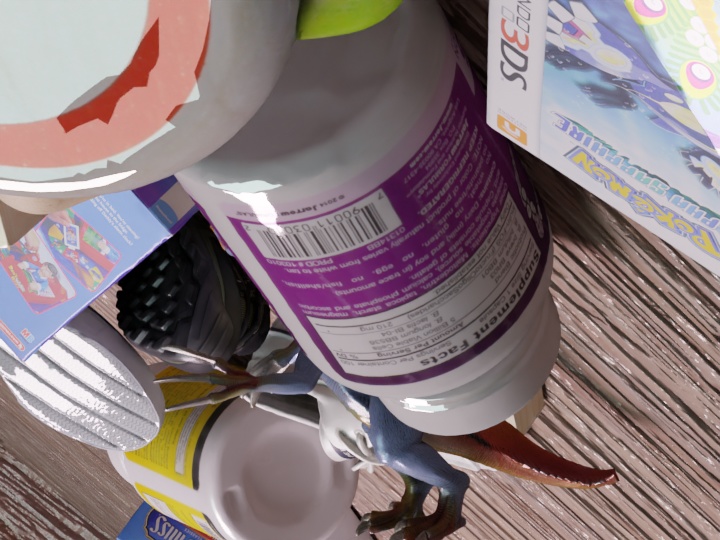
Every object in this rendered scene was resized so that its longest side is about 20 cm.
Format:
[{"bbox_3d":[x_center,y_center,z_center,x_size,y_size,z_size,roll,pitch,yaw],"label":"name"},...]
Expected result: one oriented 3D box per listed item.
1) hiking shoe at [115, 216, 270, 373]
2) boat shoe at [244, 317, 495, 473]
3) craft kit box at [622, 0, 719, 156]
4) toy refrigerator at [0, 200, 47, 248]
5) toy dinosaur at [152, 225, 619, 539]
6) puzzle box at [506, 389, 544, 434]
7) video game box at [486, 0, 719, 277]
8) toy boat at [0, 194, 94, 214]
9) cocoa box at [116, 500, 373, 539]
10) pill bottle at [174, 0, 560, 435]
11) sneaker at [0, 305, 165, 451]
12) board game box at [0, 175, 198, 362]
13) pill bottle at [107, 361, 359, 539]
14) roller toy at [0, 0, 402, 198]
[{"bbox_3d":[-0.084,0.012,1.226,0.100,0.076,0.200,27,-171,-24],"label":"hiking shoe"},{"bbox_3d":[0.007,0.081,1.225,0.200,0.065,0.074,20,157,50],"label":"boat shoe"},{"bbox_3d":[0.140,-0.058,0.442,0.199,0.049,0.198,0,135,55],"label":"craft kit box"},{"bbox_3d":[-0.236,-0.054,1.040,0.199,0.076,0.070,1,118,25],"label":"toy refrigerator"},{"bbox_3d":[-0.001,0.036,1.044,0.105,0.199,0.183,-152,48,-81],"label":"toy dinosaur"},{"bbox_3d":[0.000,0.000,1.078,0.199,0.025,0.133,33,165,21],"label":"puzzle box"},{"bbox_3d":[0.125,-0.042,0.619,0.199,0.047,0.182,34,166,15],"label":"video game box"},{"bbox_3d":[-0.114,-0.108,0.895,0.200,0.130,0.131,113,134,-74],"label":"toy boat"},{"bbox_3d":[-0.076,0.232,1.740,0.133,0.131,0.200,28,162,33],"label":"cocoa box"},{"bbox_3d":[0.008,-0.022,0.824,0.112,0.112,0.200,27,161,36],"label":"pill bottle"},{"bbox_3d":[-0.177,0.016,1.191,0.073,0.071,0.200,-31,117,27],"label":"sneaker"},{"bbox_3d":[-0.187,-0.069,1.082,0.200,0.045,0.134,49,127,-6],"label":"board game box"},{"bbox_3d":[-0.094,0.121,1.487,0.114,0.114,0.200,45,164,-25],"label":"pill bottle"},{"bbox_3d":[-0.091,-0.128,0.608,0.200,0.140,0.182,40,133,-21],"label":"roller toy"}]
